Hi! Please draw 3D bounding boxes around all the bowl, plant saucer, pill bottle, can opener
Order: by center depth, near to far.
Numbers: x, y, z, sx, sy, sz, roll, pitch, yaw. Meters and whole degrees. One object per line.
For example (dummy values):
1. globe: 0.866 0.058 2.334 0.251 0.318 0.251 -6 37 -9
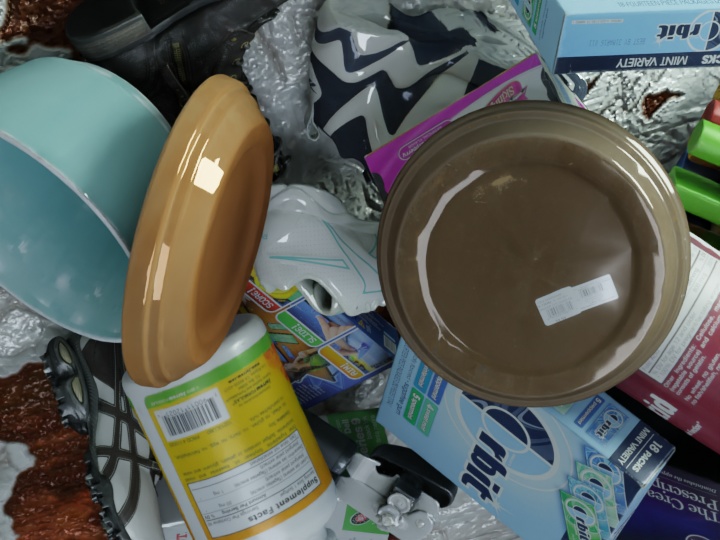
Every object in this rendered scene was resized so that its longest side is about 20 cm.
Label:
1. plant saucer: 0.106 -0.005 0.989 0.198 0.029 0.202 2 106 8
2. plant saucer: -0.096 -0.021 0.992 0.037 0.201 0.201 15 128 9
3. bowl: -0.188 -0.059 1.029 0.105 0.200 0.202 -54 139 -30
4. pill bottle: 0.215 0.040 1.057 0.199 0.114 0.115 33 120 7
5. pill bottle: -0.083 0.143 1.141 0.110 0.111 0.201 -23 100 2
6. can opener: -0.022 0.141 1.218 0.199 0.067 0.053 31 125 -1

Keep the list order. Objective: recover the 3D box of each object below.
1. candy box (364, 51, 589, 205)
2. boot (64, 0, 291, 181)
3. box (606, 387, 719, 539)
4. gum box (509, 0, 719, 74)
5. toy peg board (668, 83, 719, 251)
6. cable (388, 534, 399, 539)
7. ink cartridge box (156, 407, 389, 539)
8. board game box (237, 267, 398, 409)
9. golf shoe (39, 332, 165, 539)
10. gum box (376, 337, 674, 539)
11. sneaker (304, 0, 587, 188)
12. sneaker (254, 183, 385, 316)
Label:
1. candy box: 0.106 -0.061 1.090 0.136 0.061 0.200 -30 158 15
2. boot: -0.087 -0.130 1.067 0.199 0.070 0.175 -18 132 11
3. box: 0.210 0.147 1.200 0.079 0.199 0.142 -52 139 -27
4. gum box: 0.170 -0.198 0.997 0.168 0.201 0.045 -4 130 -14
5. toy peg board: 0.258 -0.058 1.165 0.097 0.200 0.201 21 122 -5
6. cable: -0.030 0.255 1.403 0.198 0.050 0.098 2 126 -20
7. ink cartridge box: -0.079 0.193 1.294 0.198 0.085 0.146 -6 146 -13
8. board game box: -0.081 0.036 1.198 0.135 0.035 0.200 -27 133 24
9. golf shoe: -0.166 0.132 1.179 0.094 0.201 0.078 -19 170 -15
10. gum box: 0.110 0.116 1.134 0.045 0.200 0.170 -44 163 -30
11. sneaker: 0.051 -0.112 1.112 0.198 0.080 0.130 5 128 -22
12. sneaker: 0.000 0.000 1.148 0.199 0.081 0.070 16 162 -35
